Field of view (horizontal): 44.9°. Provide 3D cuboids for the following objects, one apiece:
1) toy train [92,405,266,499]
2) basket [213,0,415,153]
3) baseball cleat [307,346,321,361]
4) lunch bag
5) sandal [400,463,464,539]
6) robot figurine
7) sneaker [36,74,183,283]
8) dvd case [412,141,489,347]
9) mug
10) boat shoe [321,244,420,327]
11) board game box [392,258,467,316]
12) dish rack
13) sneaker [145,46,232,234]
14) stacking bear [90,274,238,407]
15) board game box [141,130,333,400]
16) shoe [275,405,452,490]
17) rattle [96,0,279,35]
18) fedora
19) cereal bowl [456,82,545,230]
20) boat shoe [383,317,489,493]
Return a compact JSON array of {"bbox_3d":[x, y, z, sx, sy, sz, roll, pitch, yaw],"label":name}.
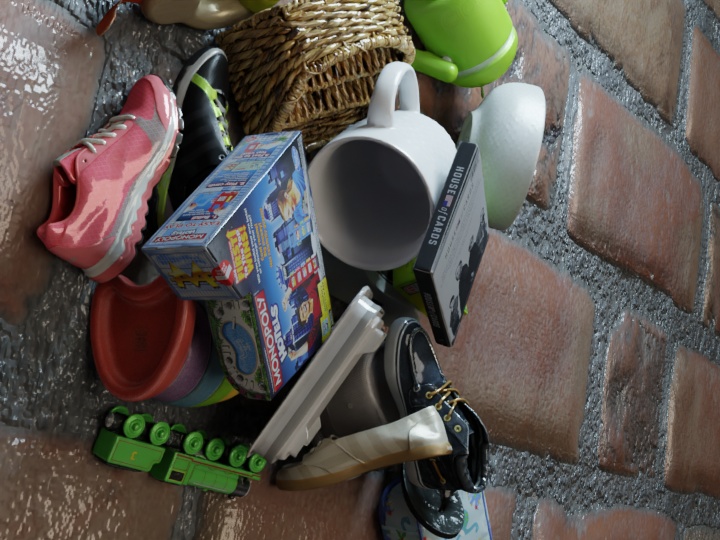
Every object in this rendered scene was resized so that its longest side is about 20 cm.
[{"bbox_3d":[-0.170,0.181,0.847,0.200,0.042,0.057,31,76,-45],"label":"toy train"},{"bbox_3d":[-0.028,-0.210,0.931,0.200,0.142,0.150,-26,102,-47],"label":"basket"},{"bbox_3d":[-0.085,0.001,0.933,0.069,0.107,0.201,-10,70,-16],"label":"baseball cleat"},{"bbox_3d":[0.105,0.350,1.127,0.160,0.082,0.201,-24,106,-46],"label":"lunch bag"},{"bbox_3d":[0.086,0.228,1.061,0.075,0.048,0.201,12,40,-19],"label":"sandal"},{"bbox_3d":[0.134,-0.327,1.149,0.200,0.115,0.176,50,60,-36],"label":"robot figurine"},{"bbox_3d":[-0.221,-0.095,0.767,0.087,0.074,0.201,30,66,-41],"label":"sneaker"},{"bbox_3d":[0.102,-0.021,0.936,0.200,0.025,0.151,66,42,-62],"label":"dvd case"},{"bbox_3d":[0.036,-0.125,0.951,0.175,0.147,0.201,-49,143,-57],"label":"mug"},{"bbox_3d":[0.000,0.000,1.031,0.200,0.070,0.064,39,42,-39],"label":"boat shoe"},{"bbox_3d":[0.084,-0.046,1.084,0.102,0.047,0.201,40,39,-43],"label":"board game box"},{"bbox_3d":[-0.033,0.111,0.886,0.200,0.043,0.172,-54,175,-2],"label":"dish rack"},{"bbox_3d":[-0.142,-0.114,0.838,0.072,0.082,0.201,40,62,-72],"label":"sneaker"},{"bbox_3d":[-0.143,0.074,0.833,0.200,0.121,0.114,17,75,-55],"label":"stacking bear"},{"bbox_3d":[-0.099,-0.001,0.747,0.200,0.061,0.201,-43,127,-62],"label":"board game box"},{"bbox_3d":[-0.001,0.194,0.941,0.070,0.199,0.054,21,53,-73],"label":"shoe"},{"bbox_3d":[-0.174,-0.306,0.832,0.199,0.130,0.144,-18,92,-21],"label":"rattle"},{"bbox_3d":[0.019,0.151,1.025,0.177,0.090,0.201,-29,111,-45],"label":"fedora"},{"bbox_3d":[0.176,-0.158,1.171,0.083,0.200,0.201,13,76,-6],"label":"cereal bowl"},{"bbox_3d":[0.090,0.149,0.968,0.071,0.091,0.201,-20,102,-46],"label":"boat shoe"}]
